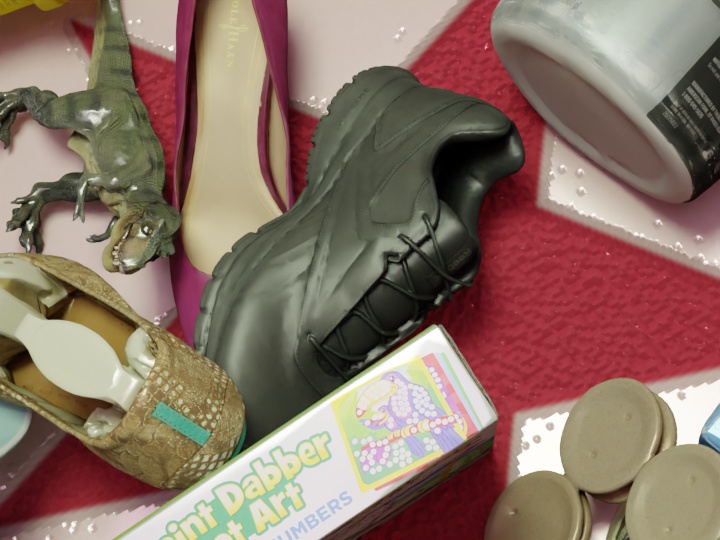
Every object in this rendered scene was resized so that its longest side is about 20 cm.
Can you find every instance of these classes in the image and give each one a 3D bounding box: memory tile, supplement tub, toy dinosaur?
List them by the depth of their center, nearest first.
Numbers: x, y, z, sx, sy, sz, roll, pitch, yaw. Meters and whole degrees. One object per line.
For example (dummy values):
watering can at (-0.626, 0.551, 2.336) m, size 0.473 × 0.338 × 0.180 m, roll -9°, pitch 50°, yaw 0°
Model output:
memory tile at (0.082, 0.151, 0.716) m, size 0.200 × 0.017 × 0.153 m, roll -54°, pitch 40°, yaw 6°
supplement tub at (0.160, -0.138, 0.790) m, size 0.122 × 0.123 × 0.200 m, roll 39°, pitch 82°, yaw 18°
toy dinosaur at (-0.131, -0.063, 0.854) m, size 0.088 × 0.047 × 0.201 m, roll -25°, pitch 55°, yaw 15°

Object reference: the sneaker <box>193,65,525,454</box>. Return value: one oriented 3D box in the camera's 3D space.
sneaker at (0.000, 0.000, 0.778) m, size 0.090 × 0.076 × 0.201 m, roll 15°, pitch 69°, yaw 38°

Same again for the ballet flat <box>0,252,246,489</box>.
ballet flat at (-0.127, 0.027, 0.760) m, size 0.199 × 0.065 × 0.071 m, roll 20°, pitch 77°, yaw 40°

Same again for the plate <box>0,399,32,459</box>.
plate at (-0.240, 0.056, 0.778) m, size 0.199 × 0.200 × 0.026 m, roll 17°, pitch 108°, yaw 14°

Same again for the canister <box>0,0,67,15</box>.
canister at (-0.239, -0.167, 0.877) m, size 0.199 × 0.087 × 0.149 m, roll -19°, pitch 58°, yaw 5°

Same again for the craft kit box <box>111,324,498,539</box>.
craft kit box at (-0.039, 0.101, 0.710) m, size 0.199 × 0.198 × 0.049 m, roll -34°, pitch 78°, yaw -1°

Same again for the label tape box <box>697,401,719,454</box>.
label tape box at (0.253, 0.039, 0.752) m, size 0.143 × 0.066 × 0.200 m, roll 37°, pitch 80°, yaw 17°

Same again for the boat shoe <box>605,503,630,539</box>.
boat shoe at (0.110, 0.178, 0.731) m, size 0.071 × 0.066 × 0.202 m, roll 10°, pitch 75°, yaw 12°

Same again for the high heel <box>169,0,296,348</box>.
high heel at (-0.062, -0.049, 0.813) m, size 0.067 × 0.096 × 0.201 m, roll -5°, pitch 73°, yaw 7°
